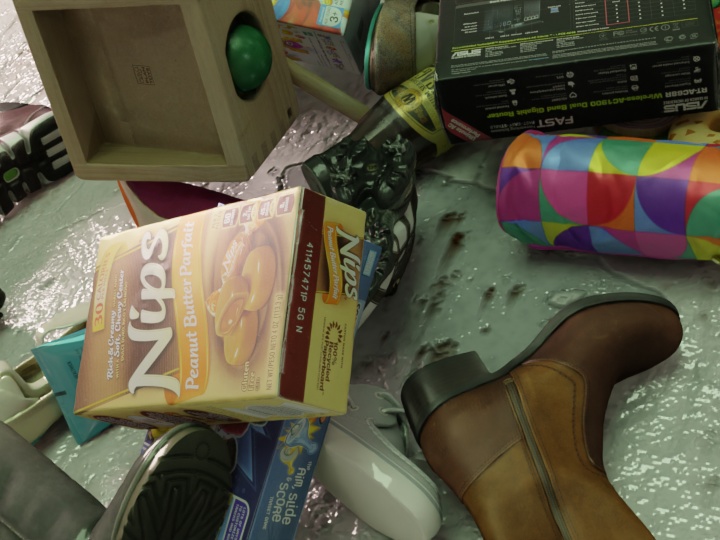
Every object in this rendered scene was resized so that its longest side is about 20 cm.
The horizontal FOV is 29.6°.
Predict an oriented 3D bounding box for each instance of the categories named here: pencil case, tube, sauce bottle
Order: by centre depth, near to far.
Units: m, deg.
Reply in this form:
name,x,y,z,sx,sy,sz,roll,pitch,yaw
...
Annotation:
name,x,y,z,sx,sy,sz,roll,pitch,yaw
pencil case,0.189,-0.045,0.902,0.198,0.089,0.089,10,49,33
tube,-0.125,0.043,0.961,0.198,0.078,0.050,-28,15,-12
sauce bottle,0.047,-0.116,1.056,0.199,0.066,0.066,-35,42,-13

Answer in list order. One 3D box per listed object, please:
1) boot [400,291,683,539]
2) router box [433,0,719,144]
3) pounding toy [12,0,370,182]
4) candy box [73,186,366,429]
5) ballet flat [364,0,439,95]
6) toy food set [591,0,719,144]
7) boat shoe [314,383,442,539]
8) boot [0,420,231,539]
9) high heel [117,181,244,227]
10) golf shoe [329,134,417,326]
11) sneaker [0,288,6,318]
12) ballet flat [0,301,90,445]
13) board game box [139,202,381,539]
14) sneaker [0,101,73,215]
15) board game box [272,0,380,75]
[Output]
name,x,y,z,sx,sy,sz,roll,pitch,yaw
boot,0.139,0.111,0.768,0.186,0.069,0.201,-13,45,-17
router box,0.153,-0.173,0.983,0.197,0.063,0.151,-5,46,13
pounding toy,-0.119,-0.159,1.031,0.197,0.186,0.143,2,36,24
candy box,-0.086,0.028,0.796,0.199,0.055,0.117,-10,68,45
ballet flat,0.045,-0.196,1.117,0.066,0.069,0.201,1,28,7
toy food set,0.256,-0.137,0.997,0.197,0.049,0.200,19,56,38
boat shoe,-0.006,0.099,0.851,0.068,0.072,0.199,-39,34,-19
boot,-0.176,0.140,0.835,0.199,0.072,0.184,32,98,47
high heel,-0.126,-0.053,1.065,0.095,0.068,0.200,-28,39,-15
golf shoe,0.000,0.000,0.928,0.077,0.095,0.201,8,47,22
sneaker,-0.317,0.040,1.049,0.104,0.060,0.199,-40,33,-17
ballet flat,-0.228,0.075,0.971,0.199,0.070,0.069,-37,42,-16
board game box,-0.069,0.067,0.831,0.135,0.034,0.203,15,87,50
sneaker,-0.345,-0.090,1.208,0.199,0.076,0.115,-29,35,-24
board game box,-0.087,-0.243,1.117,0.197,0.105,0.104,13,83,10
